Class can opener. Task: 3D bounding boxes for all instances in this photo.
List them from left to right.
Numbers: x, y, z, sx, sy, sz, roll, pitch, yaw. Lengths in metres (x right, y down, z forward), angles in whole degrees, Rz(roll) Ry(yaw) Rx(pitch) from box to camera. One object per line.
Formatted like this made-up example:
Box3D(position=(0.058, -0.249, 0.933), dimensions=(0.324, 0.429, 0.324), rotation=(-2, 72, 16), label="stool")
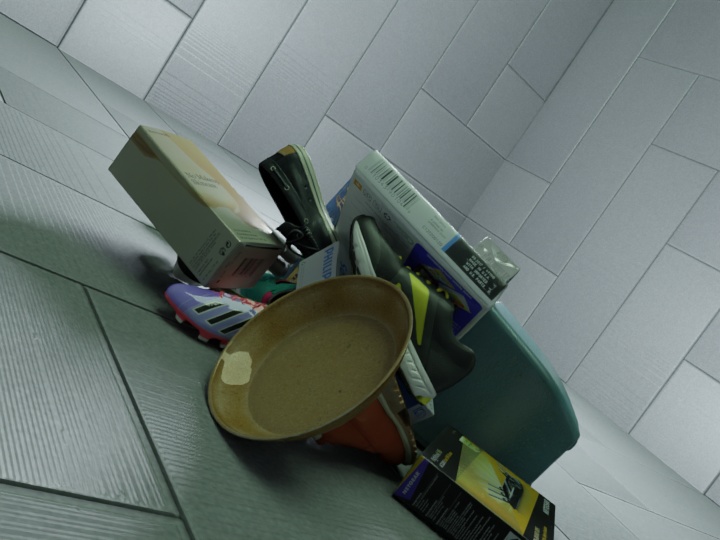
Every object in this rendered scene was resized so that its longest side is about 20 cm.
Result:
Box3D(position=(-0.161, -0.077, 0.990), dimensions=(0.200, 0.053, 0.067), rotation=(42, 17, -9), label="can opener")

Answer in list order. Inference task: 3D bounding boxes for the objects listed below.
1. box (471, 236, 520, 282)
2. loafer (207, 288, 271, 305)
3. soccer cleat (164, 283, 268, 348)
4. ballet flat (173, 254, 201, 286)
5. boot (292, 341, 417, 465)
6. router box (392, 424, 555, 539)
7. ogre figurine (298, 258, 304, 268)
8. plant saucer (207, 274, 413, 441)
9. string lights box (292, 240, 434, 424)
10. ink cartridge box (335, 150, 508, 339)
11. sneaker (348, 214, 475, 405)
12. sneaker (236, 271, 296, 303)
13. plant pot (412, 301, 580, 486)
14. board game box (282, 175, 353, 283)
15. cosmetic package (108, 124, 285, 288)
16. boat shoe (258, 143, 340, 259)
Box3D(position=(0.105, 0.059, 0.962), dimensions=(0.060, 0.200, 0.116), rotation=(46, 40, 12), label="box")
Box3D(position=(-0.100, 0.065, 0.913), dimensions=(0.199, 0.068, 0.076), rotation=(32, 7, -20), label="loafer")
Box3D(position=(-0.119, 0.058, 0.830), dimensions=(0.199, 0.077, 0.067), rotation=(33, 6, -17), label="soccer cleat")
Box3D(position=(-0.203, -0.020, 0.966), dimensions=(0.068, 0.069, 0.200), rotation=(33, 19, -17), label="ballet flat")
Box3D(position=(-0.003, 0.150, 0.761), dimensions=(0.201, 0.106, 0.075), rotation=(68, 1, -49), label="boot")
Box3D(position=(0.131, 0.248, 0.810), dimensions=(0.157, 0.052, 0.200), rotation=(36, 7, 13), label="router box")
Box3D(position=(0.000, 0.000, 0.991), dimensions=(0.199, 0.099, 0.120), rotation=(30, 16, 13), label="ogre figurine")
Box3D(position=(-0.041, 0.082, 0.675), dimensions=(0.200, 0.199, 0.036), rotation=(44, -16, 56), label="plant saucer")
Box3D(position=(0.008, 0.076, 0.841), dimensions=(0.200, 0.059, 0.103), rotation=(52, 22, -29), label="string lights box")
Box3D(position=(0.054, -0.008, 0.836), dimensions=(0.198, 0.043, 0.200), rotation=(46, -22, 8), label="ink cartridge box")
Box3D(position=(0.050, 0.031, 0.763), dimensions=(0.074, 0.084, 0.201), rotation=(117, -50, -82), label="sneaker")
Box3D(position=(-0.064, 0.063, 1.021), dimensions=(0.199, 0.084, 0.121), rotation=(22, 7, -30), label="sneaker")
Box3D(position=(0.182, 0.182, 1.005), dimensions=(0.200, 0.196, 0.196), rotation=(47, 9, 12), label="plant pot")
Box3D(position=(-0.049, -0.035, 1.144), dimensions=(0.035, 0.200, 0.136), rotation=(36, -15, 23), label="board game box")
Box3D(position=(-0.191, -0.073, 0.880), dimensions=(0.200, 0.071, 0.105), rotation=(47, 16, 17), label="cosmetic package")
Box3D(position=(-0.068, -0.049, 0.891), dimensions=(0.075, 0.062, 0.202), rotation=(-14, -85, 67), label="boat shoe")
